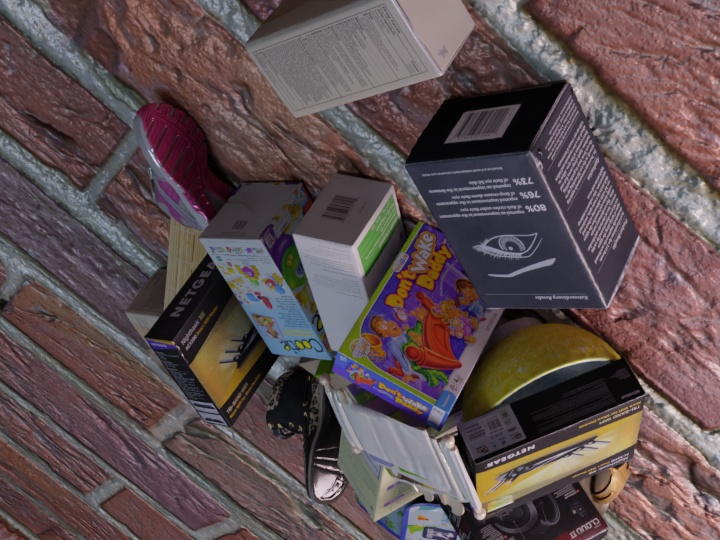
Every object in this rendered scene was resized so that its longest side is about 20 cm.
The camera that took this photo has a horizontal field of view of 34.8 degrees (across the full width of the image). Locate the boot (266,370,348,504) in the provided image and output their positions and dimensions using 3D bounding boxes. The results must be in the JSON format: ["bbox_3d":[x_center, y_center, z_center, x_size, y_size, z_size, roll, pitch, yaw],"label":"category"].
[{"bbox_3d":[-0.073,0.226,1.620,0.072,0.203,0.150,10,166,-33],"label":"boot"}]

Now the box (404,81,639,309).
[{"bbox_3d":[0.160,-0.066,1.118,0.147,0.105,0.201,-1,134,40],"label":"box"}]

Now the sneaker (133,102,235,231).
[{"bbox_3d":[-0.227,-0.116,1.405,0.087,0.082,0.201,3,135,36],"label":"sneaker"}]

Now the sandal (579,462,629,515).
[{"bbox_3d":[0.304,0.260,1.422,0.054,0.080,0.201,27,153,29],"label":"sandal"}]

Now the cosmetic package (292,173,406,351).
[{"bbox_3d":[0.000,0.000,1.334,0.084,0.108,0.201,12,142,28],"label":"cosmetic package"}]

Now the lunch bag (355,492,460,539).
[{"bbox_3d":[0.093,0.311,1.598,0.199,0.127,0.171,35,149,21],"label":"lunch bag"}]

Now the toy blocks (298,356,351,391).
[{"bbox_3d":[0.019,0.126,1.503,0.136,0.101,0.199,38,148,-27],"label":"toy blocks"}]

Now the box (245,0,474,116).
[{"bbox_3d":[-0.003,-0.219,1.076,0.199,0.078,0.095,-6,129,44],"label":"box"}]

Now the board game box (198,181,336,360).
[{"bbox_3d":[-0.091,0.001,1.413,0.104,0.103,0.201,3,135,37],"label":"board game box"}]

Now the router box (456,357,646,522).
[{"bbox_3d":[0.206,0.188,1.255,0.158,0.198,0.053,78,169,-55],"label":"router box"}]

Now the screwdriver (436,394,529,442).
[{"bbox_3d":[0.152,0.173,1.367,0.028,0.198,0.029,-152,50,-66],"label":"screwdriver"}]

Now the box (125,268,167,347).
[{"bbox_3d":[-0.221,0.061,1.609,0.198,0.095,0.078,7,139,36],"label":"box"}]

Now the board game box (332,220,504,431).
[{"bbox_3d":[0.075,0.057,1.255,0.133,0.201,0.045,28,147,8],"label":"board game box"}]

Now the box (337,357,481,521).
[{"bbox_3d":[0.072,0.193,1.431,0.097,0.174,0.201,54,156,28],"label":"box"}]

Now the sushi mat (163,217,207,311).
[{"bbox_3d":[-0.226,0.028,1.531,0.095,0.012,0.203,13,101,33],"label":"sushi mat"}]

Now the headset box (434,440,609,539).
[{"bbox_3d":[0.188,0.285,1.374,0.201,0.148,0.077,57,165,24],"label":"headset box"}]

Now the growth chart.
[{"bbox_3d":[0.045,0.196,1.252,0.199,0.018,0.146,21,144,37],"label":"growth chart"}]

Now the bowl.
[{"bbox_3d":[0.192,0.119,1.298,0.201,0.198,0.108,93,156,-52],"label":"bowl"}]

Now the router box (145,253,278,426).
[{"bbox_3d":[-0.165,0.069,1.461,0.052,0.201,0.158,3,137,37],"label":"router box"}]
